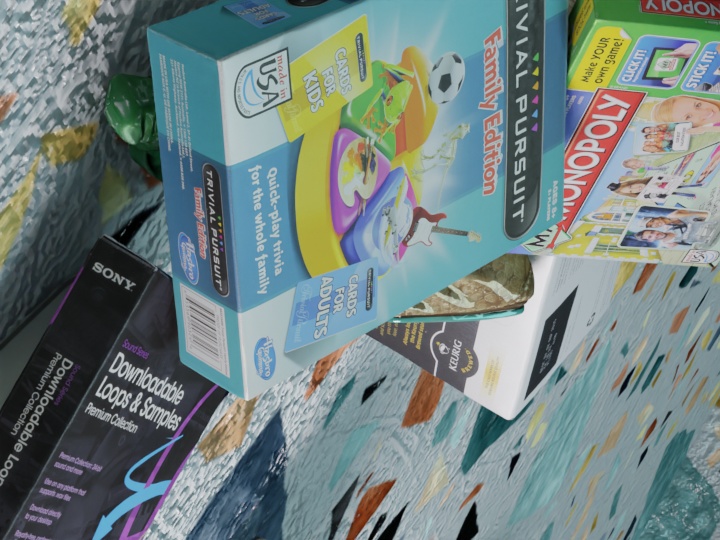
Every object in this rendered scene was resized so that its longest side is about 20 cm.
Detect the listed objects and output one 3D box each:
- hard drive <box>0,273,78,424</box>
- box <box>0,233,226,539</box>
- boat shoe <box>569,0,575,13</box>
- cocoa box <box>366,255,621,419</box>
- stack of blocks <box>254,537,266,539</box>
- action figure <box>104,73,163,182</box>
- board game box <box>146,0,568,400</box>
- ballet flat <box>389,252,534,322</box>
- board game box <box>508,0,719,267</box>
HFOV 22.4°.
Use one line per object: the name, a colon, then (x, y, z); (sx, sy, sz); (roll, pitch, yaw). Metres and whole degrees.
hard drive: (-0.156, 0.111, 0.825); (0.132, 0.026, 0.201); (-48, 157, -36)
box: (-0.124, 0.094, 0.788); (0.201, 0.036, 0.143); (-62, 162, -5)
boat shoe: (0.138, -0.152, 0.962); (0.066, 0.201, 0.074); (-44, 159, 22)
cocoa box: (0.084, -0.044, 1.076); (0.133, 0.131, 0.201); (-43, 154, -41)
stack of blocks: (-0.069, 0.290, 1.167); (0.202, 0.114, 0.058); (-66, 161, 9)
action figure: (-0.040, -0.066, 0.810); (0.118, 0.055, 0.199); (-33, 162, 31)
board game box: (0.008, -0.057, 0.765); (0.199, 0.047, 0.152); (-28, 130, -35)
ballet flat: (0.000, 0.000, 0.955); (0.198, 0.070, 0.066); (-9, 104, -27)
board game box: (0.144, -0.066, 0.880); (0.200, 0.133, 0.029); (112, -21, -59)
